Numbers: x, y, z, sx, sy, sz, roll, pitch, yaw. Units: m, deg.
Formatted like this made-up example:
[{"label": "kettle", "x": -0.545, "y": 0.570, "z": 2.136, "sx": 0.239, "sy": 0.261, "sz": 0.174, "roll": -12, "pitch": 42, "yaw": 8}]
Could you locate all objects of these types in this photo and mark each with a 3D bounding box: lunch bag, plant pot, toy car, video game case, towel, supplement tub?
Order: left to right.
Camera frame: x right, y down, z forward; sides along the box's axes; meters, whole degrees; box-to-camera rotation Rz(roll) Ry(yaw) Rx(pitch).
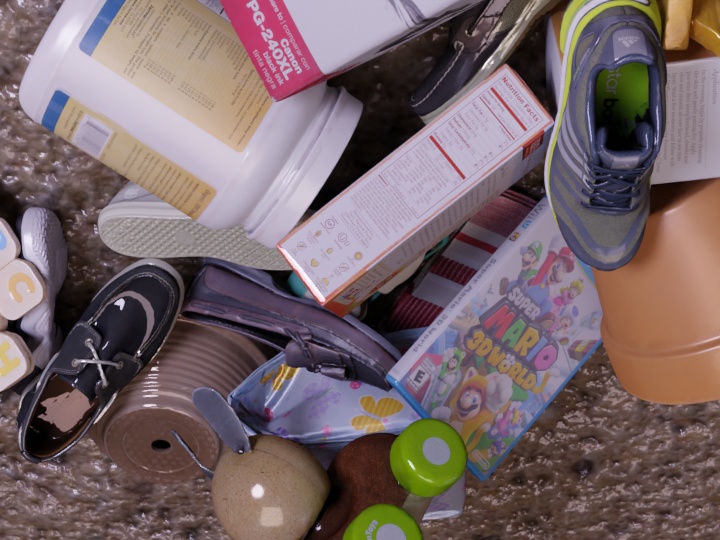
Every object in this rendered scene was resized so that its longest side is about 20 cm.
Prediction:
[{"label": "plant pot", "x": -0.173, "y": 0.124, "z": 1.068, "sx": 0.200, "sy": 0.093, "sz": 0.201, "roll": 1, "pitch": 128, "yaw": 1}, {"label": "supplement tub", "x": -0.114, "y": -0.118, "z": 0.819, "sx": 0.200, "sy": 0.145, "sz": 0.145, "roll": 32, "pitch": 123, "yaw": -12}, {"label": "toy car", "x": -0.051, "y": 0.159, "z": 0.907, "sx": 0.200, "sy": 0.158, "sz": 0.164, "roll": 33, "pitch": 142, "yaw": -1}, {"label": "lunch bag", "x": -0.013, "y": 0.142, "z": 1.050, "sx": 0.199, "sy": 0.127, "sz": 0.170, "roll": -10, "pitch": 141, "yaw": 1}, {"label": "towel", "x": 0.118, "y": 0.020, "z": 1.025, "sx": 0.144, "sy": 0.023, "sz": 0.200, "roll": 22, "pitch": 128, "yaw": -19}, {"label": "video game case", "x": 0.125, "y": 0.054, "z": 0.951, "sx": 0.200, "sy": 0.018, "sz": 0.143, "roll": -48, "pitch": 125, "yaw": -10}, {"label": "plant pot", "x": 0.256, "y": -0.014, "z": 0.898, "sx": 0.200, "sy": 0.200, "sz": 0.140, "roll": -25, "pitch": 109, "yaw": 20}]

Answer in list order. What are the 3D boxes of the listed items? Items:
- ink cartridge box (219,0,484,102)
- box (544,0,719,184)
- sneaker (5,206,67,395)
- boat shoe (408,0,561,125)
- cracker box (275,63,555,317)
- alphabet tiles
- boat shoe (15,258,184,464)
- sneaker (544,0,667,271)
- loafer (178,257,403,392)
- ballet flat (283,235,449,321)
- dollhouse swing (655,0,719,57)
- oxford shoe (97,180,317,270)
[{"label": "ink cartridge box", "x": 0.036, "y": -0.193, "z": 0.730, "sx": 0.200, "sy": 0.145, "sz": 0.084, "roll": -21, "pitch": 99, "yaw": 37}, {"label": "box", "x": 0.234, "y": -0.136, "z": 0.828, "sx": 0.199, "sy": 0.125, "sz": 0.098, "roll": -6, "pitch": 128, "yaw": 5}, {"label": "sneaker", "x": -0.311, "y": 0.028, "z": 1.002, "sx": 0.114, "sy": 0.076, "sz": 0.200, "roll": 9, "pitch": 129, "yaw": -6}, {"label": "boat shoe", "x": 0.092, "y": -0.188, "z": 0.829, "sx": 0.066, "sy": 0.072, "sz": 0.201, "roll": 36, "pitch": 122, "yaw": -13}, {"label": "cracker box", "x": 0.041, "y": -0.051, "z": 0.853, "sx": 0.200, "sy": 0.134, "sz": 0.058, "roll": -37, "pitch": 82, "yaw": 0}, {"label": "alphabet tiles", "x": -0.350, "y": 0.018, "z": 0.970, "sx": 0.195, "sy": 0.015, "sz": 0.200, "roll": -32, "pitch": 90, "yaw": 24}, {"label": "boat shoe", "x": -0.211, "y": 0.076, "z": 0.969, "sx": 0.072, "sy": 0.068, "sz": 0.200, "roll": 37, "pitch": 107, "yaw": -16}, {"label": "sneaker", "x": 0.154, "y": -0.076, "z": 0.747, "sx": 0.074, "sy": 0.081, "sz": 0.200, "roll": -5, "pitch": 127, "yaw": 6}, {"label": "loafer", "x": -0.058, "y": 0.055, "z": 0.972, "sx": 0.200, "sy": 0.063, "sz": 0.072, "roll": 28, "pitch": 153, "yaw": 19}, {"label": "ballet flat", "x": 0.000, "y": 0.000, "z": 0.977, "sx": 0.067, "sy": 0.070, "sz": 0.200, "roll": 31, "pitch": 124, "yaw": -26}, {"label": "dollhouse swing", "x": 0.286, "y": -0.252, "z": 0.719, "sx": 0.199, "sy": 0.182, "sz": 0.176, "roll": 1, "pitch": 140, "yaw": 1}, {"label": "oxford shoe", "x": -0.107, "y": -0.043, "z": 0.951, "sx": 0.199, "sy": 0.058, "sz": 0.075, "roll": 4, "pitch": 138, "yaw": 2}]
